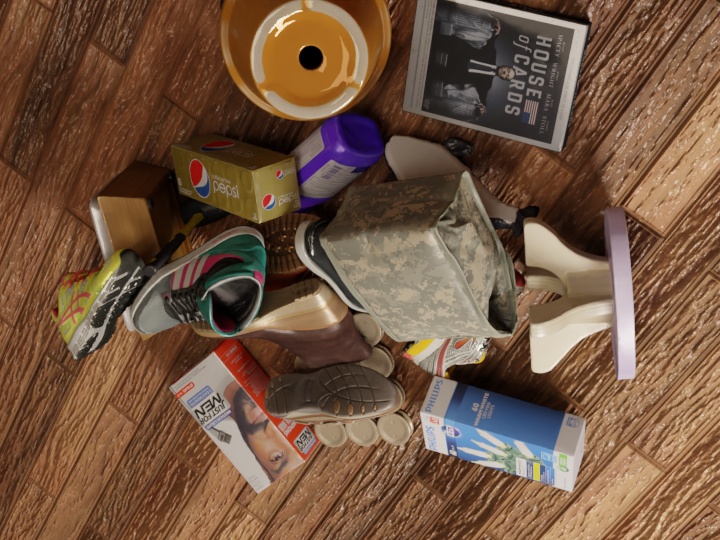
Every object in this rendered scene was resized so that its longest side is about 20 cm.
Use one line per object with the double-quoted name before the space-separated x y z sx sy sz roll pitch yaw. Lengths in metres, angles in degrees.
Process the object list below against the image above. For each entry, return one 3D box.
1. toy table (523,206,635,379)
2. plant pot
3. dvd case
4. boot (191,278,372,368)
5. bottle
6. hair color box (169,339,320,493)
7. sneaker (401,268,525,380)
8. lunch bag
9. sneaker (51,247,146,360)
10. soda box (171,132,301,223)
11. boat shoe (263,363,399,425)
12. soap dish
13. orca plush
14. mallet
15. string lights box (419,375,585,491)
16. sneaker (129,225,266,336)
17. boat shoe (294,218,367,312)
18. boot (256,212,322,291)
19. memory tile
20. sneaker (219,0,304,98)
"toy table" 0.247 0.030 1.303 0.116 0.184 0.202 -4 100 8
"plant pot" -0.059 -0.249 1.257 0.198 0.184 0.202 -2 113 -4
"dvd case" 0.151 -0.231 1.306 0.198 0.025 0.152 17 119 17
"boot" -0.099 0.085 1.472 0.198 0.073 0.167 -12 141 17
"bottle" -0.057 -0.120 1.414 0.200 0.083 0.066 -35 65 45
"hair color box" -0.164 0.204 1.626 0.111 0.064 0.200 -38 95 32
"sneaker" 0.140 0.065 1.425 0.082 0.078 0.200 40 131 -6
"lunch bag" 0.078 -0.002 1.314 0.163 0.118 0.201 -5 129 36
"sneaker" -0.341 0.028 1.442 0.090 0.078 0.200 49 128 11
"soda box" -0.157 -0.117 1.421 0.199 0.064 0.068 20 124 49
"boat shoe" -0.032 0.171 1.531 0.198 0.077 0.072 -1 156 31
"soap dish" -0.279 -0.032 1.522 0.080 0.158 0.202 -10 110 10
"orca plush" 0.118 -0.095 1.376 0.198 0.071 0.106 17 75 12
"mallet" -0.218 -0.049 1.456 0.065 0.200 0.041 -20 110 19
"string lights box" 0.180 0.206 1.450 0.198 0.059 0.103 14 148 18
"sneaker" -0.193 0.042 1.391 0.199 0.121 0.084 -35 127 11
"boat shoe" 0.000 0.000 1.397 0.060 0.199 0.076 1 71 38
"boot" -0.099 -0.017 1.478 0.199 0.107 0.076 -19 70 32
"memory tile" -0.015 0.149 1.561 0.152 0.017 0.202 -7 109 27
"sneaker" -0.143 -0.300 1.378 0.081 0.073 0.202 -15 106 29
